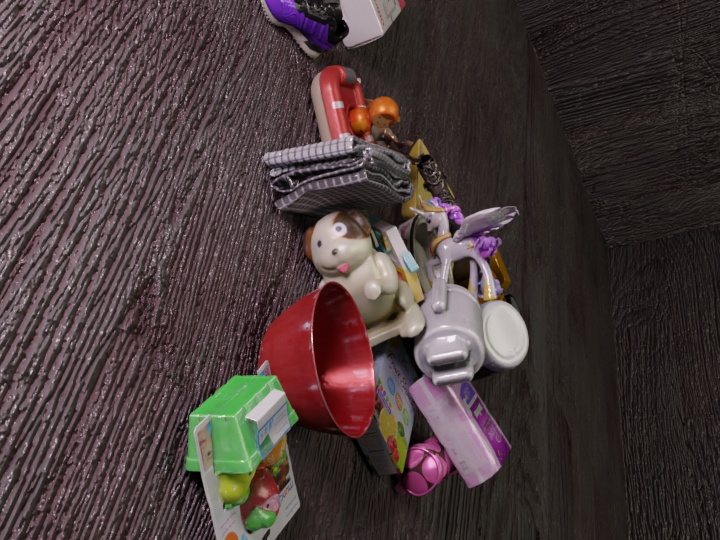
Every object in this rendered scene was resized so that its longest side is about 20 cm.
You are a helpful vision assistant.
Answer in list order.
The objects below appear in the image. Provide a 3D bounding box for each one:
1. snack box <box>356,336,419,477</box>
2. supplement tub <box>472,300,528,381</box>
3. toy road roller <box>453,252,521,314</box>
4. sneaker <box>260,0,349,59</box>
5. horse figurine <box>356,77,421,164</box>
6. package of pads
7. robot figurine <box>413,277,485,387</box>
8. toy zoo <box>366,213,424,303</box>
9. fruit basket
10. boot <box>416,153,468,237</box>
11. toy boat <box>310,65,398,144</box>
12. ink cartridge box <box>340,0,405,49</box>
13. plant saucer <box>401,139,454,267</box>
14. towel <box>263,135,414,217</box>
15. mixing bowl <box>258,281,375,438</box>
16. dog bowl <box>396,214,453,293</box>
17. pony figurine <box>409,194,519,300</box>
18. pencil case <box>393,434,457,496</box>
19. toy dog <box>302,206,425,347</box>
[{"bbox_3d":[0.039,0.205,1.346,0.201,0.052,0.144,-70,143,-52],"label":"snack box"},{"bbox_3d":[0.196,0.136,1.502,0.121,0.199,0.125,12,66,-30],"label":"supplement tub"},{"bbox_3d":[0.242,0.040,1.740,0.145,0.121,0.203,18,50,-62],"label":"toy road roller"},{"bbox_3d":[-0.082,-0.420,1.331,0.199,0.098,0.071,27,52,-60],"label":"sneaker"},{"bbox_3d":[0.039,-0.262,1.532,0.050,0.132,0.201,-45,132,-11],"label":"horse figurine"},{"bbox_3d":[0.168,0.250,1.405,0.202,0.075,0.120,58,24,3],"label":"package of pads"},{"bbox_3d":[0.142,0.099,1.338,0.201,0.111,0.172,-83,162,-58],"label":"robot figurine"},{"bbox_3d":[0.047,-0.022,1.368,0.133,0.020,0.200,68,-13,-21],"label":"toy zoo"},{"bbox_3d":[-0.119,0.230,0.954,0.185,0.092,0.204,-39,117,-63],"label":"fruit basket"},{"bbox_3d":[0.160,-0.132,1.609,0.176,0.068,0.200,62,2,-24],"label":"boot"},{"bbox_3d":[0.005,-0.251,1.402,0.130,0.129,0.204,-17,93,-65],"label":"toy boat"},{"bbox_3d":[0.008,-0.534,1.601,0.148,0.081,0.201,65,27,-25],"label":"ink cartridge box"},{"bbox_3d":[0.137,-0.131,1.728,0.200,0.048,0.203,52,35,-44],"label":"plant saucer"},{"bbox_3d":[-0.026,-0.133,1.242,0.199,0.163,0.087,5,79,-64],"label":"towel"},{"bbox_3d":[-0.065,0.125,1.090,0.200,0.107,0.204,-14,90,-70],"label":"mixing bowl"},{"bbox_3d":[0.108,-0.002,1.574,0.200,0.073,0.204,42,41,-52],"label":"dog bowl"},{"bbox_3d":[0.190,-0.045,1.474,0.166,0.189,0.204,17,65,-80],"label":"pony figurine"},{"bbox_3d":[0.125,0.330,1.439,0.090,0.094,0.199,38,14,22],"label":"pencil case"},{"bbox_3d":[0.000,0.000,1.269,0.201,0.137,0.196,57,27,-34],"label":"toy dog"}]
